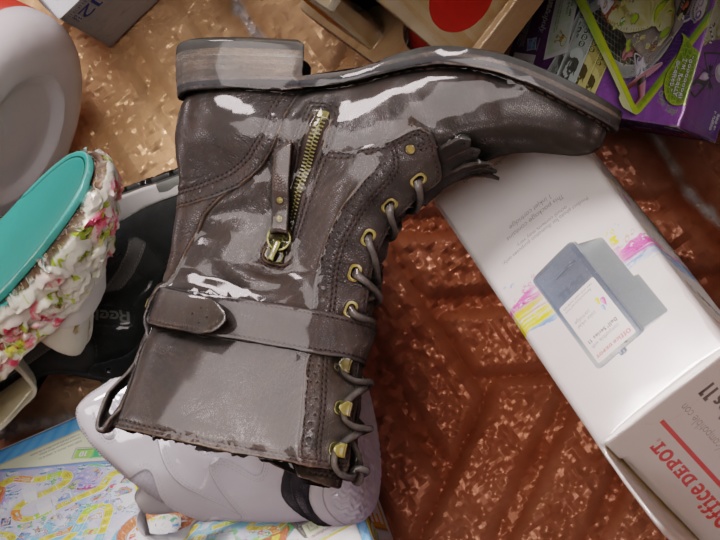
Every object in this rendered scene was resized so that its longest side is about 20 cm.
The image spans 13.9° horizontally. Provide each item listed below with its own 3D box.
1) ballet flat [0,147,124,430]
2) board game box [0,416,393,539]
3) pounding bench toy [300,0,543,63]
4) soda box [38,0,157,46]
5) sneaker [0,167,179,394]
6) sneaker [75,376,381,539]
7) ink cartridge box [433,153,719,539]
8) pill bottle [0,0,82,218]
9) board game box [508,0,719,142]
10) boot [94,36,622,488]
[{"bbox_3d":[-0.158,0.026,1.296,0.200,0.064,0.076,-43,31,22],"label":"ballet flat"},{"bbox_3d":[-0.090,0.124,1.326,0.200,0.034,0.135,-23,75,13],"label":"board game box"},{"bbox_3d":[0.033,-0.195,1.268,0.200,0.156,0.124,-53,41,2],"label":"pounding bench toy"},{"bbox_3d":[-0.075,-0.197,1.355,0.200,0.068,0.063,-44,74,7],"label":"soda box"},{"bbox_3d":[-0.097,0.006,1.339,0.200,0.076,0.088,-21,92,16],"label":"sneaker"},{"bbox_3d":[-0.068,0.020,1.263,0.115,0.075,0.200,-14,94,15],"label":"sneaker"},{"bbox_3d":[0.119,0.038,1.195,0.067,0.117,0.200,-38,49,7],"label":"ink cartridge box"},{"bbox_3d":[-0.234,-0.098,1.362,0.200,0.112,0.113,25,89,23],"label":"pill bottle"},{"bbox_3d":[0.132,-0.159,1.275,0.120,0.032,0.201,13,85,56],"label":"board game box"},{"bbox_3d":[0.000,0.000,1.178,0.199,0.069,0.175,4,83,12],"label":"boot"}]
